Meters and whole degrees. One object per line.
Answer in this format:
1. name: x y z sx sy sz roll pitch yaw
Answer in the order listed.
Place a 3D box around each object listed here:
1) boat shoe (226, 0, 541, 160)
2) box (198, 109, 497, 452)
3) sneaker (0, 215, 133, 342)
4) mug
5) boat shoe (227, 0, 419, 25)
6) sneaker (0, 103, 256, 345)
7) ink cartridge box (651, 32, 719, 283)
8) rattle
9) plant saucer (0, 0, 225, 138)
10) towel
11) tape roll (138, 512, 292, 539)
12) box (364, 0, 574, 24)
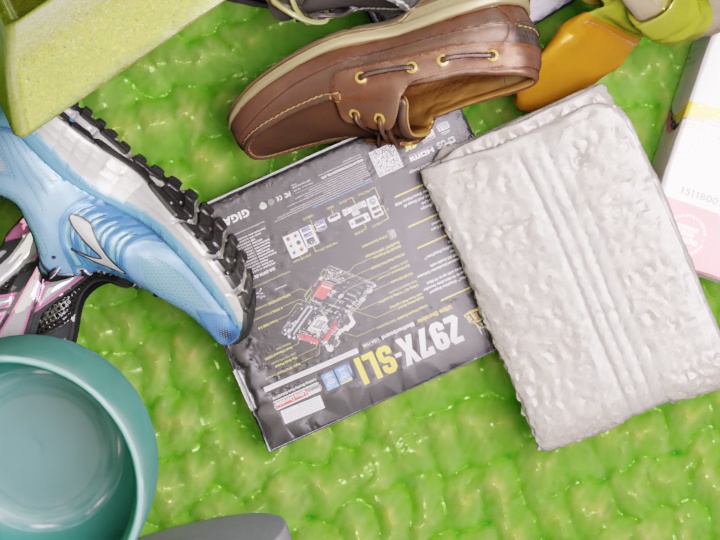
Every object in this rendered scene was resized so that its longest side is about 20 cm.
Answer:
1. boat shoe: 0.014 -0.107 1.143 0.200 0.072 0.068 -22 70 15
2. box: 0.000 0.000 1.205 0.200 0.049 0.160 -25 94 -1
3. sneaker: -0.216 0.035 1.183 0.200 0.080 0.086 -43 94 0
4. mug: -0.203 0.101 1.120 0.152 0.114 0.185 -34 95 5
5. boat shoe: -0.037 -0.176 1.143 0.072 0.201 0.061 32 84 -44
6. sneaker: -0.147 -0.021 1.144 0.200 0.078 0.090 41 102 -2
7. ink cartridge box: 0.254 -0.088 1.201 0.116 0.067 0.200 18 91 -1
8. rattle: 0.138 -0.218 1.162 0.130 0.143 0.200 -21 88 -36
9. plant saucer: -0.147 -0.186 1.122 0.200 0.200 0.048 -34 123 -1
10. towel: 0.130 -0.001 1.162 0.132 0.034 0.200 -22 93 11
11. tape roll: -0.129 0.209 1.128 0.200 0.200 0.066 -19 95 -1
12. box: 0.079 -0.227 1.203 0.200 0.046 0.159 -31 93 -1
